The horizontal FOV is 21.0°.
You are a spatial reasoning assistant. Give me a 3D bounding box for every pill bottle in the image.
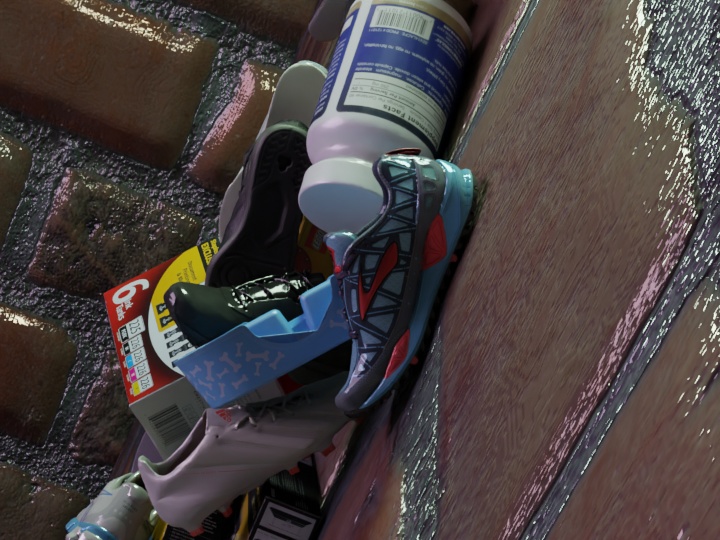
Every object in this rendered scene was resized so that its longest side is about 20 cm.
[{"bbox_3d":[0.019,-0.131,1.653,0.116,0.115,0.201,128,162,-62],"label":"pill bottle"}]

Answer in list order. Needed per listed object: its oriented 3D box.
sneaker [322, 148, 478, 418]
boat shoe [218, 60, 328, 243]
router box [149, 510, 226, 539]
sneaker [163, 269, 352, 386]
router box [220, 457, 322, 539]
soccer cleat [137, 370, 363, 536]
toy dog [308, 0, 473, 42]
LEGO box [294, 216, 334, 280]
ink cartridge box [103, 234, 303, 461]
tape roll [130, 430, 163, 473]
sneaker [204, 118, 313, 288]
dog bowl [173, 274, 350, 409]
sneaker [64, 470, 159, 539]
[{"bbox_3d":[0.010,0.007,1.421,0.079,0.095,0.201,157,134,-80],"label":"sneaker"},{"bbox_3d":[-0.072,-0.101,1.835,0.202,0.070,0.071,-67,-9,11],"label":"boat shoe"},{"bbox_3d":[-0.155,0.233,1.682,0.200,0.051,0.150,124,165,-66],"label":"router box"},{"bbox_3d":[-0.073,0.034,1.603,0.091,0.199,0.076,-54,43,22],"label":"sneaker"},{"bbox_3d":[-0.089,0.236,1.621,0.200,0.052,0.158,-113,45,-79],"label":"router box"},{"bbox_3d":[-0.081,0.129,1.523,0.199,0.078,0.069,-33,12,-1],"label":"soccer cleat"},{"bbox_3d":[0.013,-0.251,1.771,0.132,0.200,0.096,-48,35,-17],"label":"toy dog"},{"bbox_3d":[-0.008,-0.083,1.837,0.149,0.077,0.201,-175,107,-82],"label":"LEGO box"},{"bbox_3d":[-0.137,0.061,1.827,0.175,0.084,0.200,-27,33,1],"label":"ink cartridge box"},{"bbox_3d":[-0.187,0.257,1.924,0.200,0.066,0.202,5,-90,-85],"label":"tape roll"},{"bbox_3d":[-0.085,-0.044,1.741,0.114,0.076,0.201,-78,5,-76],"label":"sneaker"},{"bbox_3d":[-0.046,0.044,1.498,0.199,0.050,0.111,-28,1,-2],"label":"dog bowl"},{"bbox_3d":[-0.203,0.215,1.673,0.087,0.075,0.200,-55,6,-10],"label":"sneaker"}]
